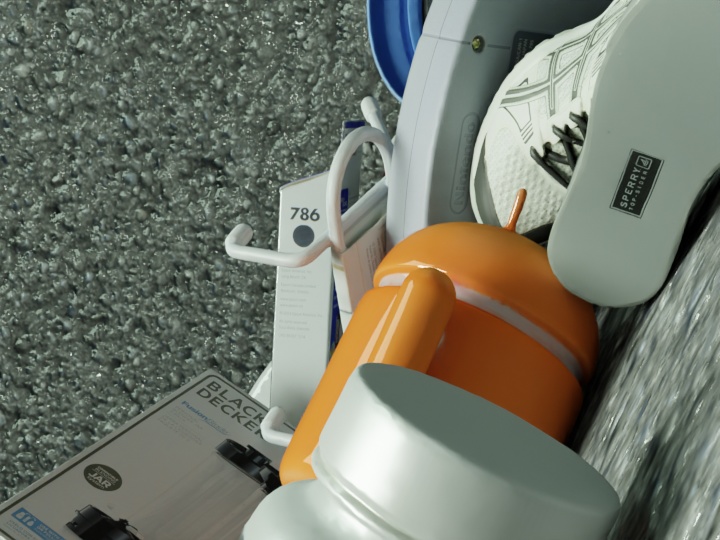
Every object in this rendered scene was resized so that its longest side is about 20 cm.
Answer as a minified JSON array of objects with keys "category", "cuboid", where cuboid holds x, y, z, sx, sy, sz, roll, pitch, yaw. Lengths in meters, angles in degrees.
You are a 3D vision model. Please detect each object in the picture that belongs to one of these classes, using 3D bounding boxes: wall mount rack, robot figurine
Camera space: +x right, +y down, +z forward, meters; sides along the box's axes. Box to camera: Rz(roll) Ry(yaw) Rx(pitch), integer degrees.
[{"category":"wall mount rack","cuboid":[0.000,0.000,0.910,0.174,0.074,0.201,-44,-45,-46]},{"category":"robot figurine","cuboid":[0.038,0.064,0.764,0.116,0.144,0.201,-4,55,58]}]

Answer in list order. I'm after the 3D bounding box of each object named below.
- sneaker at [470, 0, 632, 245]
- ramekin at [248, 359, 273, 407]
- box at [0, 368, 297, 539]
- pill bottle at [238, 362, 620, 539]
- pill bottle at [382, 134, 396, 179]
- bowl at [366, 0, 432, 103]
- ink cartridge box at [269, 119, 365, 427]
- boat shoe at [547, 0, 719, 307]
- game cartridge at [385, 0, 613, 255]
[{"category":"sneaker","cuboid":[0.117,-0.081,0.771,0.200,0.075,0.088,-50,11,25]},{"category":"ramekin","cuboid":[-0.008,0.120,1.199,0.200,0.097,0.201,-42,-29,-29]},{"category":"box","cuboid":[-0.096,0.136,0.851,0.200,0.116,0.060,-31,-31,-55]},{"category":"pill bottle","cuboid":[-0.003,0.139,0.539,0.113,0.113,0.201,-56,-9,-81]},{"category":"pill bottle","cuboid":[0.065,-0.028,1.066,0.114,0.113,0.202,104,177,-84]},{"category":"bowl","cuboid":[0.075,-0.185,0.979,0.200,0.039,0.202,-20,65,53]},{"category":"ink cartridge box","cuboid":[-0.026,0.008,1.006,0.099,0.039,0.202,-27,-58,-81]},{"category":"boat shoe","cuboid":[0.125,-0.069,0.675,0.200,0.070,0.064,112,-177,-51]},{"category":"game cartridge","cuboid":[0.076,-0.057,0.869,0.041,0.132,0.202,22,107,53]}]
